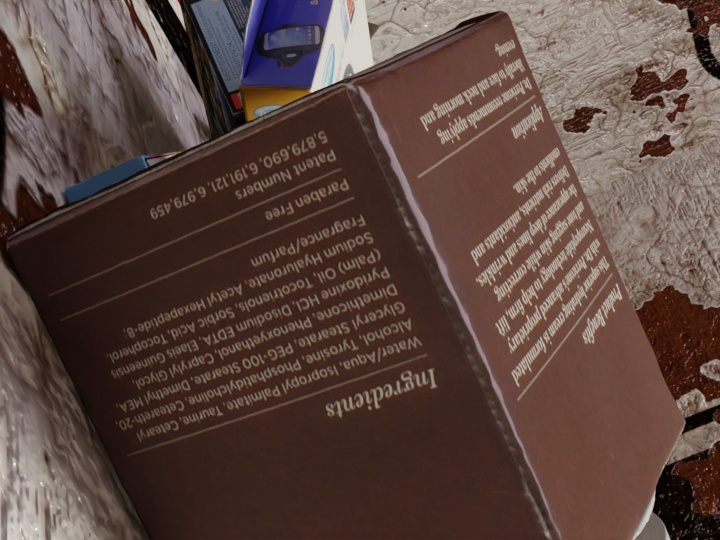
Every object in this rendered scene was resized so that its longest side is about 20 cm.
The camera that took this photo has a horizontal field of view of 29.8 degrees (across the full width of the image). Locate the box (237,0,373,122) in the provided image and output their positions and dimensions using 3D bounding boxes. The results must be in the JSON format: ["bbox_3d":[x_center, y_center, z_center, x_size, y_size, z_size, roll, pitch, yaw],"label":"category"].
[{"bbox_3d":[-0.021,-0.082,0.701,0.200,0.041,0.119,83,15,-53],"label":"box"}]

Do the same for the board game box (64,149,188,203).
[{"bbox_3d":[-0.077,0.013,0.698,0.200,0.040,0.153,-59,126,-83],"label":"board game box"}]

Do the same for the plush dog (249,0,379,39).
[{"bbox_3d":[-0.086,-0.287,1.336,0.172,0.160,0.200,17,46,-51],"label":"plush dog"}]

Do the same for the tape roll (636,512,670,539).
[{"bbox_3d":[0.140,0.249,0.995,0.200,0.200,0.066,-84,151,-77],"label":"tape roll"}]

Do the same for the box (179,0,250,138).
[{"bbox_3d":[-0.064,-0.069,0.844,0.200,0.038,0.137,82,-13,-47],"label":"box"}]

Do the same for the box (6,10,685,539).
[{"bbox_3d":[0.003,0.028,0.539,0.200,0.164,0.166,66,29,-7],"label":"box"}]
